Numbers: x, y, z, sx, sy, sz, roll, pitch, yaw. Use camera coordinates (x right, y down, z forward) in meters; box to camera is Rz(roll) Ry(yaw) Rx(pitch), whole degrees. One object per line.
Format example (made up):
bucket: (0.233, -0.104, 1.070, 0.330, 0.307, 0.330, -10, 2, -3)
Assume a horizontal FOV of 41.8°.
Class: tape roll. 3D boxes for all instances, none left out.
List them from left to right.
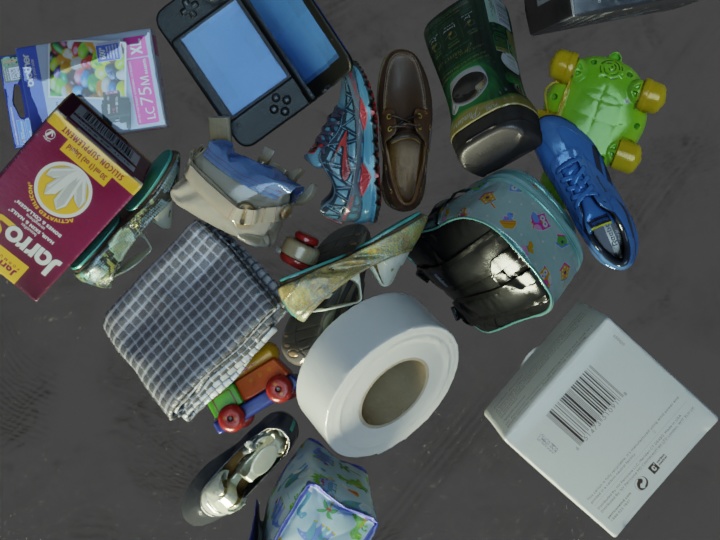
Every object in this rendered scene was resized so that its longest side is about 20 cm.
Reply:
tape roll: (0.022, 0.130, 1.149, 0.201, 0.071, 0.204, -25, 137, -26)

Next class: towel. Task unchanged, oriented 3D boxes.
towel: (-0.200, 0.056, 1.142, 0.200, 0.086, 0.166, -46, 66, 4)

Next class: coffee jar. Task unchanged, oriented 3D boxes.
coffee jar: (0.145, -0.217, 1.113, 0.104, 0.085, 0.203, -27, 63, 33)

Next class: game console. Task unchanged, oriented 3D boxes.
game console: (-0.131, -0.274, 1.123, 0.170, 0.118, 0.201, -35, 97, 1)

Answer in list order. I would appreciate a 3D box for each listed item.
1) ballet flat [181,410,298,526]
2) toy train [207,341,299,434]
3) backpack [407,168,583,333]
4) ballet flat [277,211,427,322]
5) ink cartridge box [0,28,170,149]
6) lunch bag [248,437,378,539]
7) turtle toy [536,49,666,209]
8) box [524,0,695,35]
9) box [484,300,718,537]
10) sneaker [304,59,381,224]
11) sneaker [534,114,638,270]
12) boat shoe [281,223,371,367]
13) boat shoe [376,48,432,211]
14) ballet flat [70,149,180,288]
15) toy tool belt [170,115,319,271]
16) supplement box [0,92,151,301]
ballet flat: (-0.157, 0.263, 1.214, 0.200, 0.073, 0.073, -44, 97, 3)
toy train: (-0.116, 0.112, 1.198, 0.199, 0.085, 0.117, -31, 84, 1)
backpack: (0.171, -0.028, 1.130, 0.153, 0.200, 0.176, -44, 98, -18)
ballet flat: (0.000, 0.000, 1.110, 0.198, 0.071, 0.071, -26, 98, -8)
ink cartridge box: (-0.342, -0.221, 1.158, 0.197, 0.042, 0.121, -9, 97, 0)
lunch bag: (-0.078, 0.335, 1.177, 0.126, 0.170, 0.201, 30, 97, -7)
turtle toy: (0.280, -0.172, 1.166, 0.144, 0.101, 0.202, 22, 98, 9)
box: (0.305, -0.357, 1.096, 0.197, 0.197, 0.119, -11, 99, -2)
box: (0.299, 0.184, 1.199, 0.200, 0.131, 0.199, 40, 93, -8)
sneaker: (-0.024, -0.156, 1.164, 0.094, 0.079, 0.203, -4, 97, -1)
sneaker: (0.263, -0.092, 1.093, 0.065, 0.078, 0.202, -30, 94, 17)
boat shoe: (-0.034, 0.036, 1.179, 0.073, 0.074, 0.202, 46, 61, -44)
boat shoe: (0.058, -0.173, 1.171, 0.071, 0.068, 0.203, -1, 97, -3)
ballet flat: (-0.276, -0.060, 1.176, 0.074, 0.074, 0.200, 42, 95, -7)
toy tool belt: (-0.120, -0.096, 1.140, 0.198, 0.125, 0.124, 28, 96, 7)
supplement box: (-0.363, -0.088, 1.119, 0.131, 0.103, 0.200, 40, 102, -19)
